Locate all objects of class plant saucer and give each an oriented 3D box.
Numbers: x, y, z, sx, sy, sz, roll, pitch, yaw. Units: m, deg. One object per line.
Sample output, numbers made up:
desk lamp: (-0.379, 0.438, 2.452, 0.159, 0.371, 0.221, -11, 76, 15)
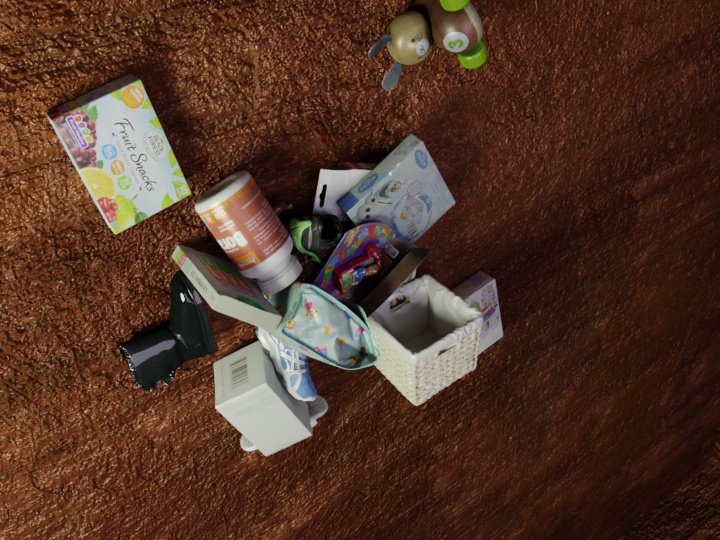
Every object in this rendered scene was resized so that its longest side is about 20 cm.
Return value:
plant saucer: (0.060, 0.021, 1.350, 0.034, 0.200, 0.200, 45, 82, 0)

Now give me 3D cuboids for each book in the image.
book: (-0.235, 0.030, 1.145, 0.133, 0.200, 0.048, 27, 98, -43)

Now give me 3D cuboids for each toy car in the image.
toy car: (0.108, -0.420, 1.208, 0.199, 0.158, 0.165, -37, 142, 0)

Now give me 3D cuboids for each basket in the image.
basket: (0.135, 0.149, 1.447, 0.196, 0.200, 0.163, -26, 130, -24)

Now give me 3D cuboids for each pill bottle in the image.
pill bottle: (-0.188, -0.061, 1.155, 0.112, 0.112, 0.201, -38, 112, -14)

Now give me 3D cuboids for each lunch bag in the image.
lunch bag: (-0.069, 0.103, 1.217, 0.199, 0.170, 0.123, 31, 80, -22)

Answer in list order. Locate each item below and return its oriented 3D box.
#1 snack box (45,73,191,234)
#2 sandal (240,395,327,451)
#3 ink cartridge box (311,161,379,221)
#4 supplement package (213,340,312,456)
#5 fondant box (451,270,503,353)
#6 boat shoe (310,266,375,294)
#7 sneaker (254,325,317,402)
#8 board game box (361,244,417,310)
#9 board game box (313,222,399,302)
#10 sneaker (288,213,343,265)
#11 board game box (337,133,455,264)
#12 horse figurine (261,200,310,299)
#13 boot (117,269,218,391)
snack box: (-0.368, -0.178, 1.031, 0.141, 0.053, 0.202, -33, 130, -20)
sandal: (-0.165, 0.343, 1.461, 0.205, 0.079, 0.060, -26, 129, -13)
ink cartridge box: (-0.014, -0.156, 1.314, 0.198, 0.050, 0.110, -4, 118, -35)
supplement package: (-0.195, 0.260, 1.337, 0.116, 0.118, 0.201, -26, 131, 7)
fondant box: (0.283, 0.122, 1.688, 0.143, 0.058, 0.202, -32, 130, -19)
boat shoe: (-0.065, 0.026, 1.369, 0.198, 0.066, 0.072, -18, 158, -27)
sneaker: (-0.132, 0.172, 1.311, 0.076, 0.076, 0.202, -26, 107, 6)
board game box: (0.062, 0.045, 1.492, 0.125, 0.035, 0.203, -13, 121, -33)
board game box: (0.000, 0.000, 1.299, 0.157, 0.039, 0.201, 13, 116, -50)
sneaker: (-0.062, -0.060, 1.263, 0.083, 0.078, 0.200, -19, 168, 17)
board game box: (0.078, -0.134, 1.326, 0.199, 0.043, 0.200, -42, 138, -2)
horse figurine: (-0.158, -0.040, 1.269, 0.132, 0.050, 0.202, -35, 133, -25)
boot: (-0.353, 0.112, 1.192, 0.161, 0.073, 0.200, -25, 128, -21)
